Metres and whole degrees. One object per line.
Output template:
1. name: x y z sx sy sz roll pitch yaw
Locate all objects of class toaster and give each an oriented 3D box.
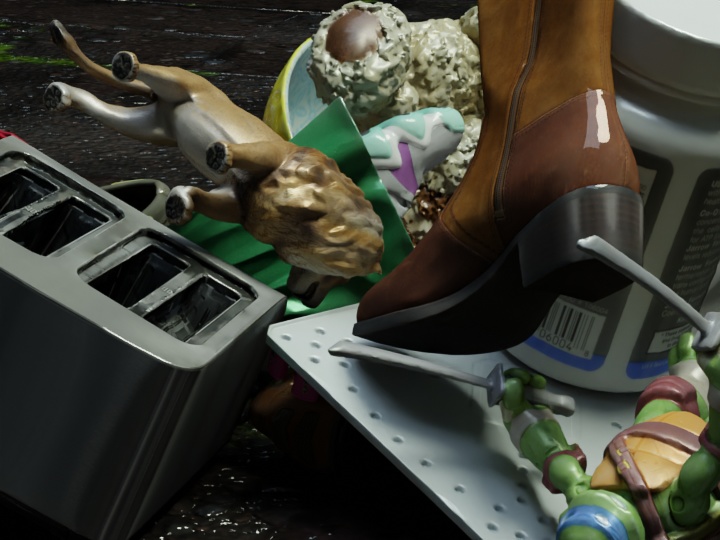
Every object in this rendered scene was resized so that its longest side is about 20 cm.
1. toaster: -0.154 0.035 0.982 0.180 0.119 0.200 29 21 8

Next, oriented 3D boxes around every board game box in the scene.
1. board game box: 0.081 0.075 1.007 0.199 0.026 0.200 -13 41 -40

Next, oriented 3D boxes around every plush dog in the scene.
1. plush dog: 0.055 -0.080 1.310 0.198 0.174 0.160 -7 -11 -18

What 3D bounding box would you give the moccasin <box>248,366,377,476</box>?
1. moccasin: 0.014 0.058 1.113 0.077 0.074 0.201 21 33 31

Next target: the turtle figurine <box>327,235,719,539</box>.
1. turtle figurine: 0.133 0.045 0.901 0.200 0.144 0.193 49 36 16

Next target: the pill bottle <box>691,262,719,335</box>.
1. pill bottle: 0.177 0.009 1.202 0.113 0.115 0.200 -5 17 -20

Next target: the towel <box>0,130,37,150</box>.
1. towel: -0.210 -0.050 1.367 0.200 0.023 0.144 35 -11 -39

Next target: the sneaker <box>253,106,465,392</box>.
1. sneaker: 0.000 0.000 1.187 0.199 0.141 0.078 -31 2 -7

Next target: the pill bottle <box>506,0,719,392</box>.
1. pill bottle: 0.141 -0.049 1.015 0.113 0.201 0.114 13 29 -7

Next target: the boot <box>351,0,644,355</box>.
1. boot: 0.060 -0.070 0.968 0.068 0.202 0.188 11 -26 -29

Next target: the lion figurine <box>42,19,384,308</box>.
1. lion figurine: -0.075 -0.066 1.053 0.122 0.073 0.200 3 40 -53

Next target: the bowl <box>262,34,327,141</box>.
1. bowl: 0.000 -0.060 1.406 0.199 0.201 0.108 -15 -20 -45

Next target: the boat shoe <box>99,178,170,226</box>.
1. boat shoe: -0.204 -0.015 1.276 0.200 0.061 0.072 -11 42 13

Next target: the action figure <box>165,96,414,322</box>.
1. action figure: -0.074 0.000 1.112 0.199 0.119 0.055 -26 2 -1
